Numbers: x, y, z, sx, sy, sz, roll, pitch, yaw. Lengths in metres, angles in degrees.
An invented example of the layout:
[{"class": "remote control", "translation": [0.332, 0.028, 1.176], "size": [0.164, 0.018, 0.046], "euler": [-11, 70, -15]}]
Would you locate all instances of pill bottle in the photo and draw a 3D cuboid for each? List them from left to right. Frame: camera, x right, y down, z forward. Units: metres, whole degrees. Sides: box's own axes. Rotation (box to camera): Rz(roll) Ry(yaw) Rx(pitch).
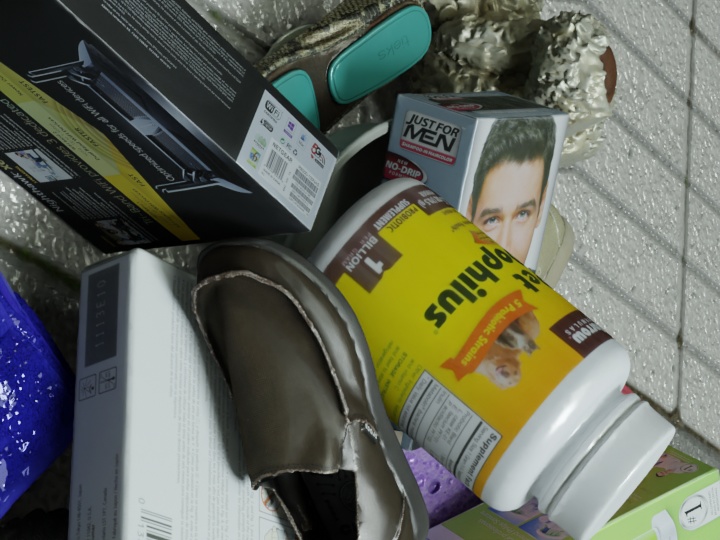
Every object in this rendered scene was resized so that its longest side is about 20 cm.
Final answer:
[{"class": "pill bottle", "translation": [0.065, 0.049, 0.930], "size": [0.200, 0.110, 0.109], "euler": [40, 42, 15]}]

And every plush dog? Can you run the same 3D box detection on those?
[{"class": "plush dog", "translation": [0.074, -0.151, 1.155], "size": [0.200, 0.160, 0.173], "euler": [49, 25, -81]}]

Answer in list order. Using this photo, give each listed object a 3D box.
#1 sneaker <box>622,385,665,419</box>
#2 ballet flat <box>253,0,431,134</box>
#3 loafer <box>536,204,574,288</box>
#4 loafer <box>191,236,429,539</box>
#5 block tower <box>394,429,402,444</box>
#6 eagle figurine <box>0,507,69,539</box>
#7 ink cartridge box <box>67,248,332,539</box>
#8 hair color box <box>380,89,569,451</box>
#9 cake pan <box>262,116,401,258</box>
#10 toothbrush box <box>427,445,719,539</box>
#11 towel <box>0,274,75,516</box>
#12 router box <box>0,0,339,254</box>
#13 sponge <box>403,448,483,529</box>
[{"class": "sneaker", "translation": [0.117, 0.083, 1.050], "size": [0.200, 0.087, 0.074], "euler": [3, 106, -53]}, {"class": "ballet flat", "translation": [-0.039, -0.109, 1.047], "size": [0.200, 0.075, 0.068], "euler": [-42, 133, -37]}, {"class": "loafer", "translation": [0.085, 0.017, 1.185], "size": [0.068, 0.075, 0.201], "euler": [54, 40, -29]}, {"class": "loafer", "translation": [-0.027, 0.076, 0.887], "size": [0.201, 0.073, 0.071], "euler": [61, 33, -14]}, {"class": "block tower", "translation": [-0.028, 0.186, 1.017], "size": [0.054, 0.058, 0.201], "euler": [10, 89, -52]}, {"class": "eagle figurine", "translation": [-0.164, 0.228, 0.850], "size": [0.152, 0.150, 0.200], "euler": [-61, -179, 20]}, {"class": "ink cartridge box", "translation": [-0.073, 0.110, 0.909], "size": [0.173, 0.043, 0.201], "euler": [30, 50, -47]}, {"class": "hair color box", "translation": [0.055, -0.003, 1.048], "size": [0.099, 0.060, 0.201], "euler": [-9, 114, -51]}, {"class": "cake pan", "translation": [0.000, 0.000, 1.061], "size": [0.200, 0.037, 0.201], "euler": [-29, 130, -43]}, {"class": "toothbrush box", "translation": [0.129, 0.209, 1.091], "size": [0.199, 0.086, 0.146], "euler": [-23, 114, -25]}, {"class": "towel", "translation": [-0.217, 0.033, 0.831], "size": [0.148, 0.049, 0.201], "euler": [-52, 124, -39]}, {"class": "router box", "translation": [-0.132, -0.086, 0.872], "size": [0.200, 0.157, 0.052], "euler": [43, 56, -39]}, {"class": "sponge", "translation": [0.026, 0.198, 1.100], "size": [0.111, 0.030, 0.201], "euler": [10, 90, -47]}]
